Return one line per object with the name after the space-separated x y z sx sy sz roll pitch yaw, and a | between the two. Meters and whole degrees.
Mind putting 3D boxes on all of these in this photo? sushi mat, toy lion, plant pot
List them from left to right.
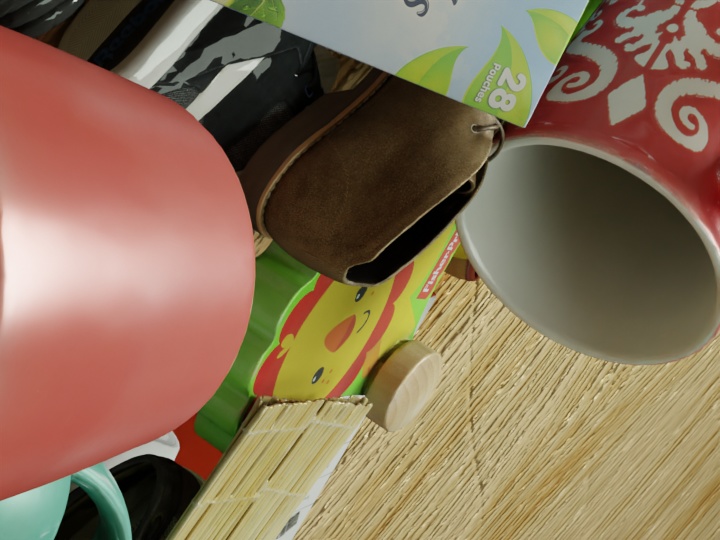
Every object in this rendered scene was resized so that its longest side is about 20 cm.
-0.144 -0.003 0.925 0.177 0.200 0.201 1 129 -55 | plant pot
-0.072 0.135 1.176 0.200 0.012 0.096 -55 152 15 | sushi mat
0.000 0.000 1.189 0.200 0.069 0.192 -60 160 8 | toy lion

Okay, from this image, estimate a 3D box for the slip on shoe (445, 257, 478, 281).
0.107 -0.064 1.464 0.200 0.061 0.074 -40 155 -20 | slip on shoe

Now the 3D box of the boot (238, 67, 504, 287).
0.041 -0.070 1.102 0.200 0.075 0.074 -45 153 -17 | boot

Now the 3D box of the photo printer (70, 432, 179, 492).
-0.180 0.116 1.238 0.166 0.069 0.200 -48 157 4 | photo printer

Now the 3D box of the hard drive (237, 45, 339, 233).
-0.103 -0.040 1.177 0.200 0.026 0.132 -16 142 -52 | hard drive

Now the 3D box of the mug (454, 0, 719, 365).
0.164 -0.065 1.180 0.200 0.177 0.134 -55 152 -38 | mug

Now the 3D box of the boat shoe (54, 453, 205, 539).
-0.155 0.156 1.178 0.201 0.072 0.066 -41 145 -3 | boat shoe

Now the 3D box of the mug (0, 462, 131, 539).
-0.189 0.081 1.062 0.185 0.152 0.115 -12 135 -60 | mug

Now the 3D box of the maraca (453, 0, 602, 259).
0.093 -0.092 1.337 0.200 0.107 0.137 -58 -175 -7 | maraca

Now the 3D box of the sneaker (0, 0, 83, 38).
-0.099 -0.162 0.936 0.200 0.071 0.099 -40 159 -1 | sneaker

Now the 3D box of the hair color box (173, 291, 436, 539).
-0.051 0.080 1.416 0.111 0.064 0.200 -15 141 -53 | hair color box

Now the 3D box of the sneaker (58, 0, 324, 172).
-0.027 -0.121 1.086 0.200 0.073 0.112 -40 138 5 | sneaker

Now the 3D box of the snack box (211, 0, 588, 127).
0.029 -0.179 0.977 0.168 0.068 0.201 21 109 -18 | snack box
